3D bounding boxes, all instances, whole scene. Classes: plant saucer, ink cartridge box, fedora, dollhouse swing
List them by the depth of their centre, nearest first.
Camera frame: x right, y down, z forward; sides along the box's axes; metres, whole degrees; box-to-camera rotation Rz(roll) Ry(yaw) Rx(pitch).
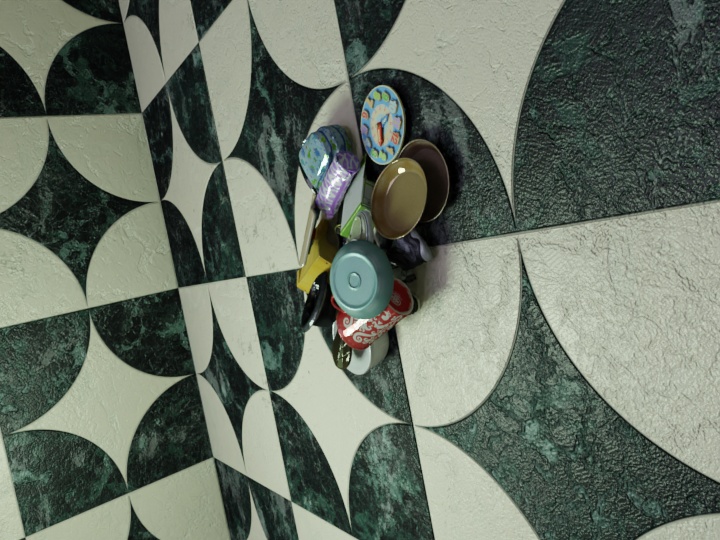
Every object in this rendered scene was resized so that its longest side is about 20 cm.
[{"bbox_3d":[0.103,-0.177,1.387,0.198,0.035,0.206,-12,73,47],"label":"plant saucer"},{"bbox_3d":[0.161,-0.225,1.388,0.199,0.036,0.206,22,118,50],"label":"plant saucer"},{"bbox_3d":[-0.008,0.025,1.403,0.196,0.036,0.206,4,97,34],"label":"plant saucer"},{"bbox_3d":[0.010,-0.209,1.584,0.148,0.074,0.204,131,152,-50],"label":"ink cartridge box"},{"bbox_3d":[-0.110,0.106,1.691,0.202,0.090,0.203,-58,18,32],"label":"fedora"},{"bbox_3d":[-0.104,-0.032,1.822,0.179,0.178,0.200,31,139,-9],"label":"dollhouse swing"}]

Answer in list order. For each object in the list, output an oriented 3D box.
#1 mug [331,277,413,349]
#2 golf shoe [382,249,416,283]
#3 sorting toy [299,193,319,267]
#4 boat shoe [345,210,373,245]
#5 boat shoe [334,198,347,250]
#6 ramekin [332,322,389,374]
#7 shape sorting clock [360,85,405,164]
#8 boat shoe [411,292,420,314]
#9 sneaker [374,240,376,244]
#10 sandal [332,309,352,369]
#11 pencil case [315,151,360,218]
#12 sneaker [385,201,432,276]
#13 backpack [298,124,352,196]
[{"bbox_3d":[0.025,0.108,1.474,0.199,0.175,0.136,-38,47,42],"label":"mug"},{"bbox_3d":[0.076,-0.009,1.542,0.198,0.076,0.097,8,107,52],"label":"golf shoe"},{"bbox_3d":[-0.152,-0.132,1.720,0.201,0.036,0.189,-93,16,-64],"label":"sorting toy"},{"bbox_3d":[-0.011,-0.056,1.456,0.071,0.061,0.205,25,113,50],"label":"boat shoe"},{"bbox_3d":[-0.044,-0.114,1.689,0.071,0.060,0.207,-2,99,54],"label":"boat shoe"},{"bbox_3d":[0.005,0.205,1.695,0.201,0.093,0.208,23,119,49],"label":"ramekin"},{"bbox_3d":[0.056,-0.388,1.481,0.198,0.039,0.205,22,118,49],"label":"shape sorting clock"},{"bbox_3d":[0.083,0.081,1.575,0.200,0.062,0.076,19,118,52],"label":"boat shoe"},{"bbox_3d":[0.000,0.000,1.546,0.090,0.066,0.204,-118,41,-52],"label":"sneaker"},{"bbox_3d":[-0.040,0.190,1.634,0.081,0.054,0.206,-3,84,48],"label":"sandal"},{"bbox_3d":[-0.065,-0.250,1.599,0.087,0.082,0.201,63,145,25],"label":"pencil case"},{"bbox_3d":[0.096,-0.084,1.452,0.113,0.075,0.202,-37,70,14],"label":"sneaker"},{"bbox_3d":[-0.105,-0.339,1.651,0.199,0.152,0.166,-37,71,36],"label":"backpack"}]
